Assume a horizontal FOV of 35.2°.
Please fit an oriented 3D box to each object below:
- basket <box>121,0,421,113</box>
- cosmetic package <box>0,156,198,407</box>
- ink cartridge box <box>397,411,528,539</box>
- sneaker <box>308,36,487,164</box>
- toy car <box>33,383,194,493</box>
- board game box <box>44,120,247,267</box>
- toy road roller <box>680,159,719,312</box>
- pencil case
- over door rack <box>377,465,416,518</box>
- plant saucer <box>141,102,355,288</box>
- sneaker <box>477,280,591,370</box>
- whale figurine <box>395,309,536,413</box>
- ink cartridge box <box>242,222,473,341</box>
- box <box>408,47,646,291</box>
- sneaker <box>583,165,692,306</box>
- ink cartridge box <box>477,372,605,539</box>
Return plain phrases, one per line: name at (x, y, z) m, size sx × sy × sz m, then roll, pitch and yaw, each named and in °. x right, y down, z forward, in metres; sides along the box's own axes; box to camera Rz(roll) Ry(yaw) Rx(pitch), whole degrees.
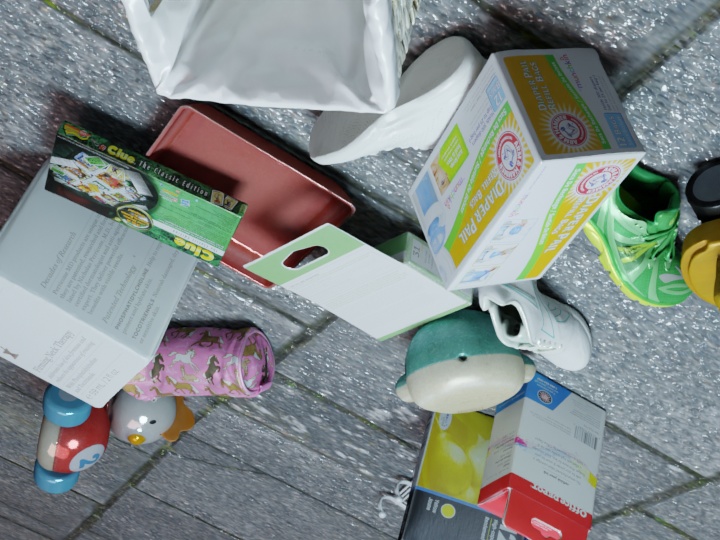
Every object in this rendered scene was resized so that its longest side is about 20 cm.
basket at (-0.059, -0.240, 0.826) m, size 0.200 × 0.161 × 0.198 m, roll 7°, pitch 143°, yaw 15°
cosmetic package at (-0.319, 0.018, 1.269) m, size 0.200 × 0.167 × 0.167 m, roll 31°, pitch 142°, yaw -16°
ink cartridge box at (0.160, 0.276, 1.376) m, size 0.200 × 0.198 × 0.047 m, roll 17°, pitch 145°, yaw 0°
sneaker at (0.042, -0.130, 1.011) m, size 0.200 × 0.075 × 0.088 m, roll -20°, pitch 141°, yaw 39°
toy car at (-0.321, 0.197, 1.518) m, size 0.200 × 0.177 × 0.185 m, roll 11°, pitch 133°, yaw -11°
board game box at (-0.222, -0.076, 1.167) m, size 0.200 × 0.023 × 0.105 m, roll 25°, pitch 141°, yaw -8°
toy road roller at (0.370, -0.013, 0.951) m, size 0.200 × 0.146 × 0.123 m, roll -11°, pitch 135°, yaw 34°
pencil case at (-0.206, 0.118, 1.422) m, size 0.200 × 0.083 × 0.087 m, roll -5°, pitch 137°, yaw 27°
over door rack at (0.136, 0.352, 1.595) m, size 0.200 × 0.067 × 0.148 m, roll 24°, pitch 144°, yaw -8°
plant saucer at (-0.129, -0.079, 1.171) m, size 0.199 × 0.037 × 0.200 m, roll 30°, pitch 141°, yaw -16°
sneaker at (0.175, 0.056, 1.183) m, size 0.070 × 0.080 × 0.200 m, roll -17°, pitch 133°, yaw 36°
whale figurine at (0.115, 0.106, 1.275) m, size 0.159 × 0.104 × 0.200 m, roll -11°, pitch 163°, yaw 5°
ink cartridge box at (0.000, 0.000, 1.186) m, size 0.200 × 0.048 × 0.145 m, roll 31°, pitch 143°, yaw -31°
box at (0.134, -0.082, 0.964) m, size 0.101 × 0.113 × 0.200 m, roll -7°, pitch 151°, yaw -25°
sneaker at (0.258, -0.036, 1.031) m, size 0.083 × 0.074 × 0.200 m, roll -14°, pitch 133°, yaw 41°
ink cartridge box at (0.205, 0.230, 1.292) m, size 0.116 × 0.200 × 0.067 m, roll 30°, pitch 142°, yaw -15°
